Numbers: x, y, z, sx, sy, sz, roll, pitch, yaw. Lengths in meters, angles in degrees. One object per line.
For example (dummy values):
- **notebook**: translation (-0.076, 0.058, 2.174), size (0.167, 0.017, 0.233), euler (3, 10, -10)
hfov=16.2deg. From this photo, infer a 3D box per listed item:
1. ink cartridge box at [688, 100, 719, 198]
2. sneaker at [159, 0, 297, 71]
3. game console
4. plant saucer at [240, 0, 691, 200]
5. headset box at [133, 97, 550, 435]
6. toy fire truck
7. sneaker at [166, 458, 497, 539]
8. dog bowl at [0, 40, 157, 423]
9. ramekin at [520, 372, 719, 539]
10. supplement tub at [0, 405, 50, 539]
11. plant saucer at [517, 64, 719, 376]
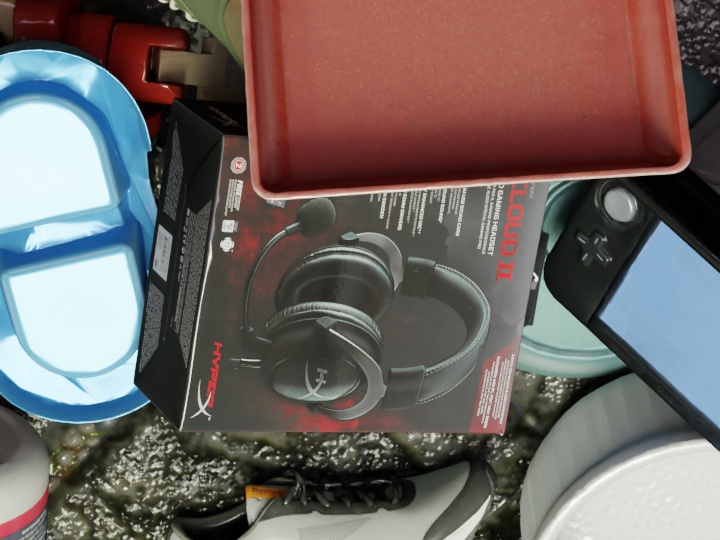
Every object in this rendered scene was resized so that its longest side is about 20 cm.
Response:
- **ink cartridge box**: translation (0.286, -0.022, 1.334), size (0.147, 0.146, 0.200), euler (-44, 110, -11)
- **sneaker**: translation (-0.088, -0.161, 1.265), size (0.090, 0.201, 0.067), euler (-36, 151, 28)
- **game console**: translation (0.166, 0.029, 1.254), size (0.200, 0.116, 0.176), euler (44, 135, 16)
- **plant saucer**: translation (0.043, -0.126, 1.183), size (0.199, 0.037, 0.201), euler (-4, 70, -2)
- **headset box**: translation (0.000, 0.000, 1.254), size (0.199, 0.077, 0.150), euler (3, 106, -25)
- **toy fire truck**: translation (-0.121, -0.065, 1.333), size (0.199, 0.129, 0.177), euler (5, 113, 4)
- **sneaker**: translation (-0.018, 0.147, 1.443), size (0.199, 0.074, 0.080), euler (-20, 108, 4)
- **dog bowl**: translation (-0.150, -0.023, 1.265), size (0.111, 0.050, 0.201), euler (-13, 114, -1)
- **ramekin**: translation (0.184, 0.149, 1.431), size (0.199, 0.098, 0.201), euler (-2, 122, -4)
- **supplement tub**: translation (-0.244, 0.181, 1.402), size (0.140, 0.140, 0.201), euler (3, 112, -6)
- **plant saucer**: translation (0.127, -0.027, 1.404), size (0.199, 0.027, 0.201), euler (-2, 114, -4)
